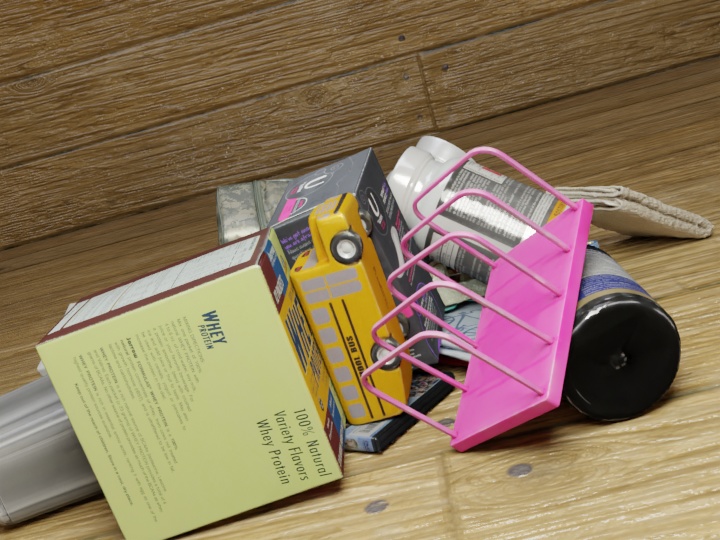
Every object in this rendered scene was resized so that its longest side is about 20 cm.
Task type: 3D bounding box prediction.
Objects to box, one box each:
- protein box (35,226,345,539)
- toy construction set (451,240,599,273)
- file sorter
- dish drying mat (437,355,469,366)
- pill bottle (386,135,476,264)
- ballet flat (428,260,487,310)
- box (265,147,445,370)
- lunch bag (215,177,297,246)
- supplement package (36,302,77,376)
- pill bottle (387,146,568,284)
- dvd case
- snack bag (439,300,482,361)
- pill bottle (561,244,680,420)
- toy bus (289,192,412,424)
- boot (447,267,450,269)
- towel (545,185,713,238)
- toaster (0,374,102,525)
[{"bbox_3d":[-0.137,0.099,0.831,0.197,0.201,0.135,-20,15,6],"label":"protein box"},{"bbox_3d":[0.194,-0.011,1.192,0.197,0.094,0.131,-9,10,-21],"label":"toy construction set"},{"bbox_3d":[0.095,0.021,0.800,0.139,0.124,0.202,-40,25,52],"label":"file sorter"},{"bbox_3d":[0.077,0.084,1.076,0.198,0.019,0.076,-2,19,45],"label":"dish drying mat"},{"bbox_3d":[0.067,-0.060,1.186,0.202,0.119,0.119,-60,26,-9],"label":"pill bottle"},{"bbox_3d":[0.110,0.010,1.087,0.196,0.064,0.067,-12,11,-9],"label":"ballet flat"},{"bbox_3d":[0.000,0.000,0.962,0.105,0.202,0.123,-19,23,18],"label":"box"},{"bbox_3d":[-0.112,-0.027,1.342,0.164,0.202,0.141,-8,41,-5],"label":"lunch bag"},{"bbox_3d":[-0.252,0.100,1.105,0.197,0.118,0.118,-12,36,16],"label":"supplement package"},{"bbox_3d":[0.126,-0.053,1.020,0.198,0.118,0.116,26,27,13],"label":"pill bottle"},{"bbox_3d":[-0.018,0.140,0.962,0.198,0.018,0.142,-5,17,40],"label":"dvd case"},{"bbox_3d":[0.156,0.057,1.035,0.198,0.022,0.187,-18,14,-34],"label":"snack bag"},{"bbox_3d":[0.204,0.042,0.858,0.110,0.114,0.200,-15,20,0],"label":"pill bottle"},{"bbox_3d":[-0.006,0.036,0.868,0.077,0.203,0.065,-15,19,16],"label":"toy bus"},{"bbox_3d":[0.121,-0.042,1.290,0.197,0.070,0.174,-19,-9,-23],"label":"boot"},{"bbox_3d":[0.342,-0.071,1.201,0.197,0.035,0.132,13,-3,-34],"label":"towel"},{"bbox_3d":[-0.318,0.177,0.955,0.127,0.115,0.200,-22,17,-11],"label":"toaster"}]
